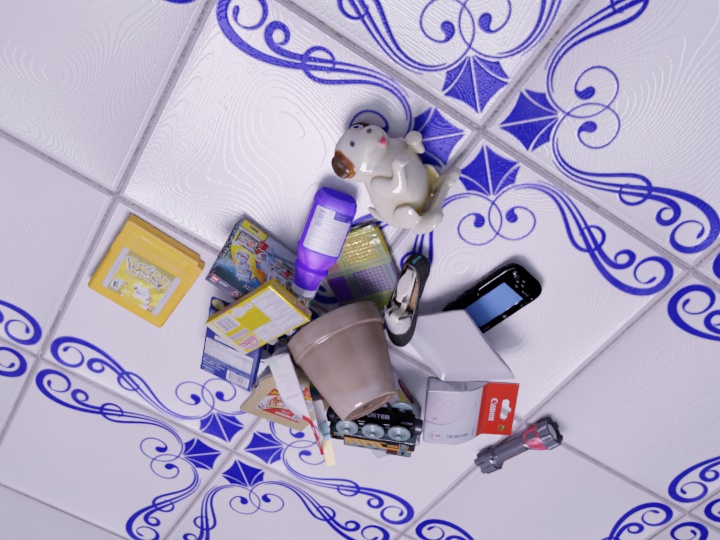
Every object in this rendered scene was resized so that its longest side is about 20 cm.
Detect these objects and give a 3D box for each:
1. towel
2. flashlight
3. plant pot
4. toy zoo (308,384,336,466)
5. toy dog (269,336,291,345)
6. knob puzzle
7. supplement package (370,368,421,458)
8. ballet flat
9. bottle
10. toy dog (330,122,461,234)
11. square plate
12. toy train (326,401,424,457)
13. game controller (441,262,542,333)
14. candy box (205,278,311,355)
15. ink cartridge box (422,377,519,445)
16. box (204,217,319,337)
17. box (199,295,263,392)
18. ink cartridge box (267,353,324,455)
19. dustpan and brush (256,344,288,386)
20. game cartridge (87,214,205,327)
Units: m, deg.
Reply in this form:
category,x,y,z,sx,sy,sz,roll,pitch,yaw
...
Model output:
category,x,y,z,sx,sy,sz,roll,pitch,yaw
towel,0.000,0.000,1.490,0.142,0.023,0.201,-16,122,16
flashlight,0.354,0.397,1.706,0.199,0.068,0.068,-37,91,31
plant pot,-0.018,0.184,1.466,0.198,0.175,0.200,-25,161,-9
toy zoo,-0.078,0.312,1.547,0.020,0.200,0.133,-12,95,-6
toy dog,-0.193,0.096,1.531,0.130,0.097,0.202,14,125,-3
knob puzzle,-0.139,0.262,1.669,0.216,0.031,0.222,-7,133,-8
supplement package,0.038,0.284,1.627,0.108,0.114,0.201,-23,121,21
ballet flat,0.079,0.062,1.469,0.067,0.068,0.203,22,113,25
bottle,-0.074,-0.049,1.409,0.082,0.065,0.202,17,109,-13
toy dog,0.046,-0.173,1.314,0.199,0.141,0.193,40,156,-22
square plate,0.187,0.148,1.528,0.197,0.029,0.200,-11,128,47
toy train,0.028,0.317,1.534,0.197,0.086,0.115,6,135,4
game controller,0.256,0.063,1.494,0.199,0.042,0.104,-37,114,28
candy box,-0.190,0.089,1.404,0.199,0.027,0.102,-28,121,37
ink cartridge box,0.239,0.313,1.667,0.197,0.057,0.164,6,126,7
box,-0.178,0.013,1.447,0.199,0.138,0.038,36,145,-18
box,-0.251,0.140,1.515,0.120,0.032,0.202,23,127,9
ink cartridge box,-0.126,0.269,1.488,0.049,0.202,0.161,-17,169,-8
dustpan and brush,-0.210,0.196,1.602,0.139,0.058,0.200,24,125,-35
game cartridge,-0.430,0.007,1.535,0.175,0.033,0.200,32,123,-16
